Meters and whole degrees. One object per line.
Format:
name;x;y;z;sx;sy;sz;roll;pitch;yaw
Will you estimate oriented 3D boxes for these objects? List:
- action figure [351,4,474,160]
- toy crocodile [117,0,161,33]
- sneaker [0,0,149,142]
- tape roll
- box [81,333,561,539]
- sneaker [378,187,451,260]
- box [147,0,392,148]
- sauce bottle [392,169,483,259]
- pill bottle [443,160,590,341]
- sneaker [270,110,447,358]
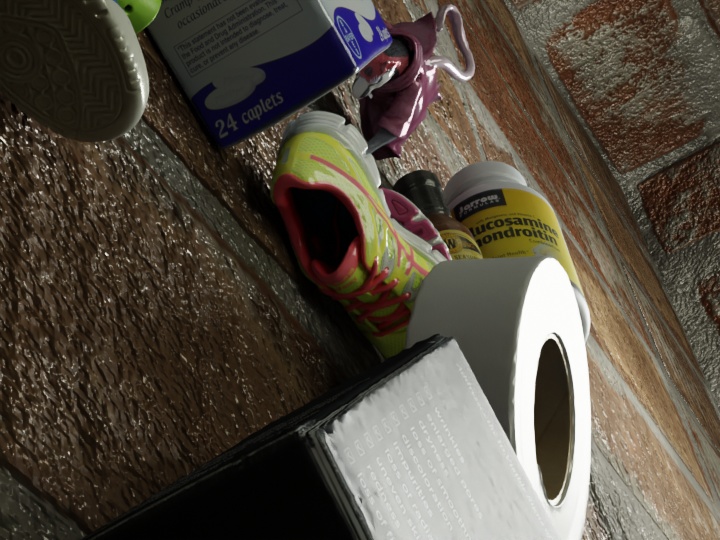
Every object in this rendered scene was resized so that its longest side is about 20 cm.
action figure;0.033;-0.153;1.268;0.200;0.148;0.135;58;10;-86
toy crocodile;-0.155;-0.208;0.874;0.067;0.062;0.201;28;31;-56
sneaker;-0.157;-0.159;0.717;0.200;0.077;0.111;49;27;-20
tape roll;0.088;0.092;0.968;0.202;0.070;0.204;-2;90;-69
box;0.010;0.150;0.607;0.201;0.124;0.197;62;20;2
sneaker;0.051;0.032;1.114;0.200;0.074;0.087;57;5;-4
box;-0.079;-0.201;1.021;0.201;0.105;0.184;59;14;-8
sauce bottle;0.069;0.007;1.237;0.065;0.065;0.201;43;21;-51
pill bottle;0.124;-0.006;1.350;0.112;0.112;0.200;51;17;-35
sneaker;0.000;0.000;1.008;0.200;0.078;0.090;54;26;-14
